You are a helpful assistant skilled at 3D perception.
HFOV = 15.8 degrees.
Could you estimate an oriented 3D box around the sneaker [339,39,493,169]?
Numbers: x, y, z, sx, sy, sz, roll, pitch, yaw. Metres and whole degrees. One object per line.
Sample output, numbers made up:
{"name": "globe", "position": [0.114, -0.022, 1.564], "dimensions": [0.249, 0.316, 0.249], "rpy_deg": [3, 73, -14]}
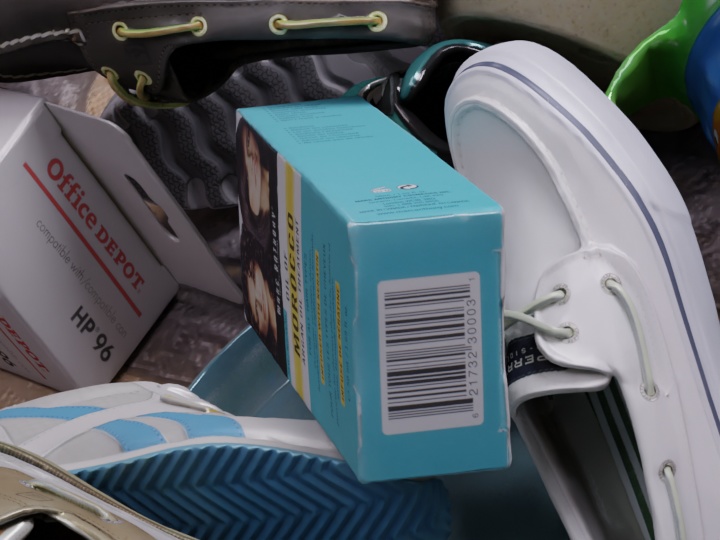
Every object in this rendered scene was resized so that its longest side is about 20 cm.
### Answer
{"name": "sneaker", "position": [0.037, -0.054, 0.953], "dimensions": [0.071, 0.080, 0.200], "rpy_deg": [-21, 23, -16]}

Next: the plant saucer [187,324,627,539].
{"name": "plant saucer", "position": [0.014, 0.067, 0.916], "dimensions": [0.199, 0.027, 0.201], "rpy_deg": [-19, 39, 16]}

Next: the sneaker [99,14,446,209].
{"name": "sneaker", "position": [-0.021, -0.093, 1.078], "dimensions": [0.199, 0.075, 0.082], "rpy_deg": [-29, 27, -4]}

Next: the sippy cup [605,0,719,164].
{"name": "sippy cup", "position": [0.177, -0.035, 0.847], "dimensions": [0.177, 0.139, 0.131], "rpy_deg": [-30, 50, 32]}

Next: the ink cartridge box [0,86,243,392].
{"name": "ink cartridge box", "position": [-0.154, -0.018, 1.044], "dimensions": [0.199, 0.116, 0.068], "rpy_deg": [16, 61, 42]}

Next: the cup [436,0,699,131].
{"name": "cup", "position": [0.100, -0.137, 0.955], "dimensions": [0.199, 0.200, 0.144], "rpy_deg": [15, 78, 40]}

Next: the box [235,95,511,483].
{"name": "box", "position": [0.000, 0.000, 0.852], "dimensions": [0.049, 0.083, 0.200], "rpy_deg": [-5, 14, -12]}

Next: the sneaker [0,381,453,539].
{"name": "sneaker", "position": [-0.061, 0.072, 0.878], "dimensions": [0.199, 0.077, 0.081], "rpy_deg": [-1, 29, 23]}

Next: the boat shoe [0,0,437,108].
{"name": "boat shoe", "position": [-0.065, -0.093, 0.955], "dimensions": [0.200, 0.072, 0.061], "rpy_deg": [-11, 81, 27]}

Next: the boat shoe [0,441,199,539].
{"name": "boat shoe", "position": [-0.108, 0.094, 0.802], "dimensions": [0.199, 0.068, 0.075], "rpy_deg": [12, 87, 19]}

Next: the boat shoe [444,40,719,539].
{"name": "boat shoe", "position": [0.072, 0.023, 0.811], "dimensions": [0.067, 0.201, 0.073], "rpy_deg": [-24, -8, -39]}
